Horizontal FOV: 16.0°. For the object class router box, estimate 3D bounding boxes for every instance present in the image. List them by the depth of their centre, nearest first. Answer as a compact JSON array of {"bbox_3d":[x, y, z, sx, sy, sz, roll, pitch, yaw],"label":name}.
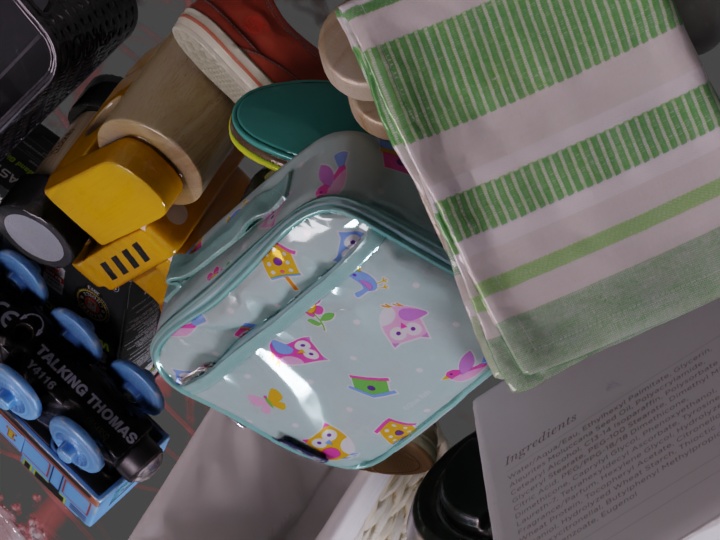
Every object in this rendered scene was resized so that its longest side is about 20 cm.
[{"bbox_3d":[-0.215,-0.018,1.731,0.200,0.062,0.150,36,144,17],"label":"router box"}]

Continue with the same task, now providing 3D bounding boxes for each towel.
[{"bbox_3d":[0.094,-0.062,1.196,0.023,0.153,0.200,132,113,-89],"label":"towel"}]

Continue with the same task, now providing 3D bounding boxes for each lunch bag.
[{"bbox_3d":[-0.014,0.020,1.361,0.160,0.077,0.200,27,135,-23],"label":"lunch bag"}]

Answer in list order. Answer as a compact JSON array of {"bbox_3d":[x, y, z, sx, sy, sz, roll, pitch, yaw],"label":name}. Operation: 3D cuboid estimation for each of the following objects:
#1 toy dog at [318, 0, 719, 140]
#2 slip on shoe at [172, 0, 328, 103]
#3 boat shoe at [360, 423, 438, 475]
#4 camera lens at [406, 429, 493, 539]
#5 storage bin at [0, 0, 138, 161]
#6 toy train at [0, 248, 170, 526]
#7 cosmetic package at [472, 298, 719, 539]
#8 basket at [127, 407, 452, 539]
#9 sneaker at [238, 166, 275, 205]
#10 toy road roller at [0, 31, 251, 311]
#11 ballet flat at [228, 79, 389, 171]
[{"bbox_3d":[0.069,-0.131,1.263,0.132,0.200,0.096,130,132,-68],"label":"toy dog"},{"bbox_3d":[-0.018,-0.089,1.454,0.200,0.061,0.074,45,169,-16],"label":"slip on shoe"},{"bbox_3d":[-0.026,0.066,1.523,0.200,0.065,0.072,16,155,43],"label":"boat shoe"},{"bbox_3d":[0.124,0.190,1.481,0.160,0.160,0.200,10,130,42],"label":"camera lens"},{"bbox_3d":[-0.250,-0.141,1.575,0.135,0.094,0.200,51,127,-1],"label":"storage bin"},{"bbox_3d":[-0.211,0.073,1.688,0.200,0.087,0.114,43,152,7],"label":"toy train"},{"bbox_3d":[0.173,0.126,1.250,0.165,0.200,0.165,-34,118,17],"label":"cosmetic package"},{"bbox_3d":[-0.039,0.164,1.585,0.136,0.200,0.123,16,154,37],"label":"basket"},{"bbox_3d":[0.000,0.000,1.473,0.115,0.076,0.200,20,175,18],"label":"sneaker"},{"bbox_3d":[-0.110,-0.049,1.547,0.146,0.123,0.200,41,148,-16],"label":"toy road roller"},{"bbox_3d":[0.029,-0.061,1.386,0.200,0.067,0.067,1,145,14],"label":"ballet flat"}]
